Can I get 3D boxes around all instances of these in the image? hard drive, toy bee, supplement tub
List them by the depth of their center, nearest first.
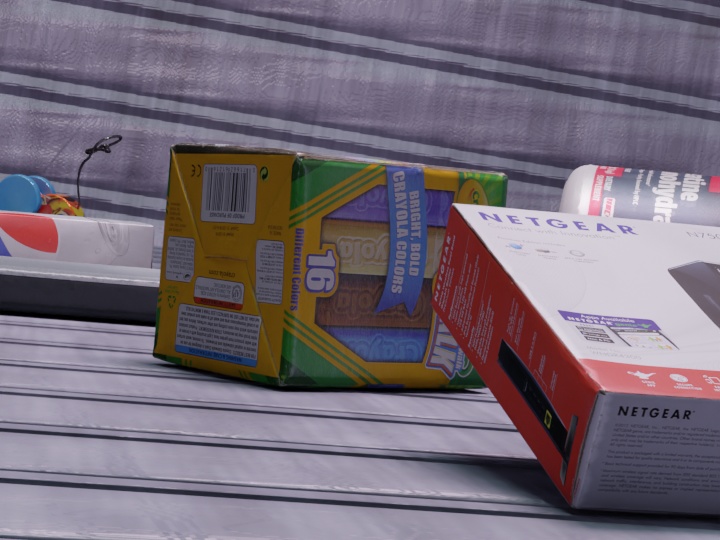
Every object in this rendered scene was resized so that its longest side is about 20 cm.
[{"bbox_3d":[-0.200,0.013,1.525,0.198,0.033,0.140,5,3,-13],"label":"hard drive"},{"bbox_3d":[0.252,-0.004,1.662,0.198,0.142,0.140,6,2,11],"label":"supplement tub"},{"bbox_3d":[-0.323,-0.047,2.160,0.199,0.110,0.131,-22,-4,31],"label":"toy bee"}]

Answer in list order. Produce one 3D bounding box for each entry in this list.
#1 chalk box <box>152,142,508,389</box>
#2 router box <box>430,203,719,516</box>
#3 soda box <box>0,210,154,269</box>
[{"bbox_3d":[0.000,0.000,1.218,0.199,0.125,0.124,5,1,-40],"label":"chalk box"},{"bbox_3d":[0.148,0.036,0.868,0.198,0.049,0.180,4,22,-19],"label":"router box"},{"bbox_3d":[-0.258,-0.012,1.622,0.198,0.064,0.068,5,3,-15],"label":"soda box"}]
